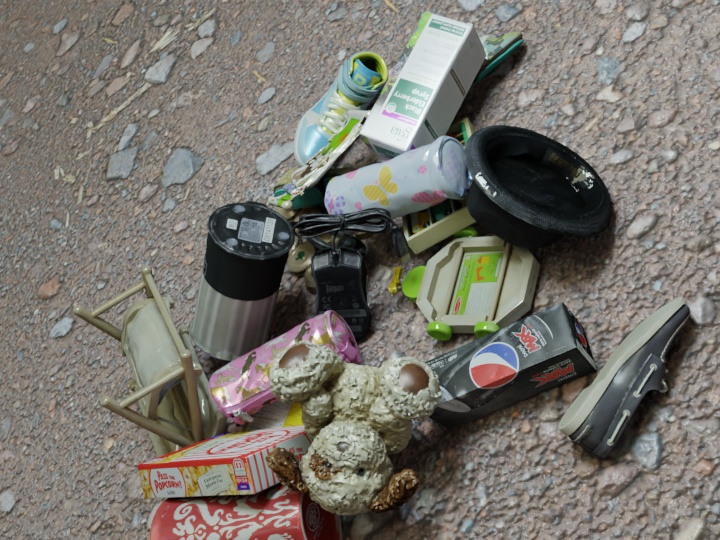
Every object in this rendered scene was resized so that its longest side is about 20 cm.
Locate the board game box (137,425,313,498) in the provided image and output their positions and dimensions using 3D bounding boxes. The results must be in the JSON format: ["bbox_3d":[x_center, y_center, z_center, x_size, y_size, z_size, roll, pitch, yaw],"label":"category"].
[{"bbox_3d":[-0.151,0.235,1.319,0.199,0.151,0.047,-12,91,39],"label":"board game box"}]

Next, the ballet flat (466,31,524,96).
[{"bbox_3d":[0.146,-0.283,1.538,0.071,0.069,0.200,42,92,4],"label":"ballet flat"}]

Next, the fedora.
[{"bbox_3d":[0.202,-0.086,1.304,0.202,0.199,0.092,-103,31,-41],"label":"fedora"}]

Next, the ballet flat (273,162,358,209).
[{"bbox_3d":[-0.039,-0.125,1.553,0.199,0.071,0.071,1,60,37],"label":"ballet flat"}]

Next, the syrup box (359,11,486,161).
[{"bbox_3d":[0.087,-0.241,1.464,0.078,0.081,0.201,23,79,28],"label":"syrup box"}]

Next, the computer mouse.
[{"bbox_3d":[0.000,0.000,1.390,0.139,0.201,0.046,-8,31,9],"label":"computer mouse"}]

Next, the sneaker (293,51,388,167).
[{"bbox_3d":[-0.029,-0.246,1.600,0.201,0.079,0.131,-62,9,-18],"label":"sneaker"}]

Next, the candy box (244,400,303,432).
[{"bbox_3d":[-0.057,0.190,1.384,0.199,0.026,0.103,5,60,39],"label":"candy box"}]

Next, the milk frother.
[{"bbox_3d":[-0.115,0.016,1.473,0.199,0.189,0.181,23,39,7],"label":"milk frother"}]

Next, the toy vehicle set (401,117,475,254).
[{"bbox_3d":[0.110,-0.118,1.452,0.124,0.027,0.201,-29,34,17],"label":"toy vehicle set"}]

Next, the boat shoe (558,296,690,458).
[{"bbox_3d":[0.299,0.116,1.165,0.063,0.073,0.200,42,81,3],"label":"boat shoe"}]

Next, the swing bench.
[{"bbox_3d":[-0.277,0.141,1.473,0.129,0.201,0.199,-30,46,-5],"label":"swing bench"}]

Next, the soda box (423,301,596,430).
[{"bbox_3d":[0.164,0.113,1.241,0.199,0.071,0.064,-26,51,20],"label":"soda box"}]

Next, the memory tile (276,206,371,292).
[{"bbox_3d":[-0.066,-0.065,1.583,0.153,0.017,0.200,-49,44,-3],"label":"memory tile"}]

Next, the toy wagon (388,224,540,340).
[{"bbox_3d":[0.128,0.015,1.363,0.199,0.040,0.156,-3,58,36],"label":"toy wagon"}]

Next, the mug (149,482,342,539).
[{"bbox_3d":[-0.132,0.300,1.290,0.199,0.133,0.179,-17,52,22],"label":"mug"}]

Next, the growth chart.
[{"bbox_3d":[-0.055,-0.156,1.499,0.200,0.018,0.145,-48,16,-11],"label":"growth chart"}]

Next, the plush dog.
[{"bbox_3d":[-0.012,0.192,1.227,0.198,0.161,0.173,9,65,11],"label":"plush dog"}]

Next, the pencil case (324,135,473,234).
[{"bbox_3d":[0.050,-0.109,1.398,0.199,0.090,0.084,-17,86,33],"label":"pencil case"}]

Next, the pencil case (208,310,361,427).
[{"bbox_3d":[-0.096,0.126,1.385,0.199,0.083,0.087,-30,70,12],"label":"pencil case"}]
